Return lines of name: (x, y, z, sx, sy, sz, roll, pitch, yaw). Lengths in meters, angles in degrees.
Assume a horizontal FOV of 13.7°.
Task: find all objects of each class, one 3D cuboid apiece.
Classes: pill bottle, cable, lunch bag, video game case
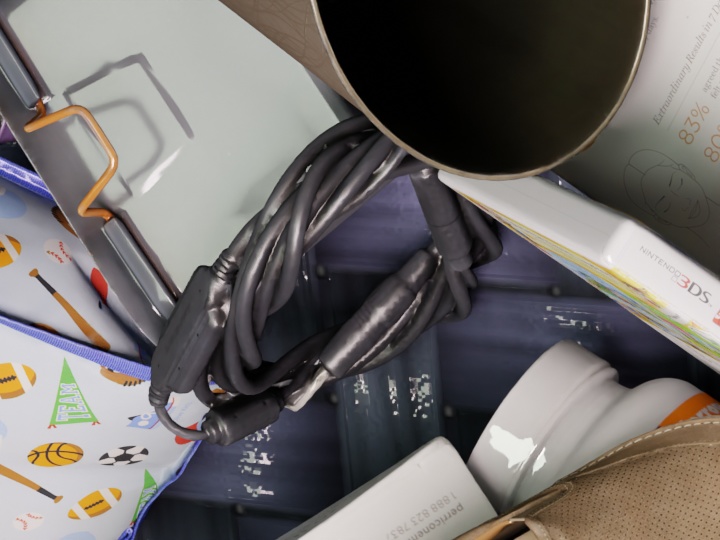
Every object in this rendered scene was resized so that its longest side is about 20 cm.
pill bottle: (0.145, 0.119, 1.273, 0.200, 0.113, 0.113, 35, 121, 17)
cable: (0.000, 0.000, 1.290, 0.051, 0.163, 0.200, 57, 138, 28)
lunch bag: (-0.169, 0.045, 1.426, 0.199, 0.124, 0.170, 25, 133, -11)
video game case: (0.133, 0.018, 1.172, 0.182, 0.200, 0.023, 34, 90, -19)

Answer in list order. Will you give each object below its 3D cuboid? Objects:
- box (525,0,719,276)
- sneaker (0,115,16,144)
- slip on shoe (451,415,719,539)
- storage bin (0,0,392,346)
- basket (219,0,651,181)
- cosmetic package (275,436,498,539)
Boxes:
box: (0.173, -0.064, 1.204, 0.200, 0.097, 0.125, 36, 122, 16)
sneaker: (-0.196, -0.156, 1.410, 0.076, 0.087, 0.201, -17, 97, 35)
slip on shoe: (0.082, 0.117, 1.192, 0.199, 0.061, 0.076, -24, 72, 0)
storage bin: (-0.071, -0.083, 1.335, 0.134, 0.145, 0.200, -35, 86, 25)
basket: (-0.001, -0.142, 1.179, 0.181, 0.136, 0.200, 56, 168, -33)
cosmetic package: (-0.008, 0.199, 1.317, 0.165, 0.165, 0.200, 57, 158, 3)
